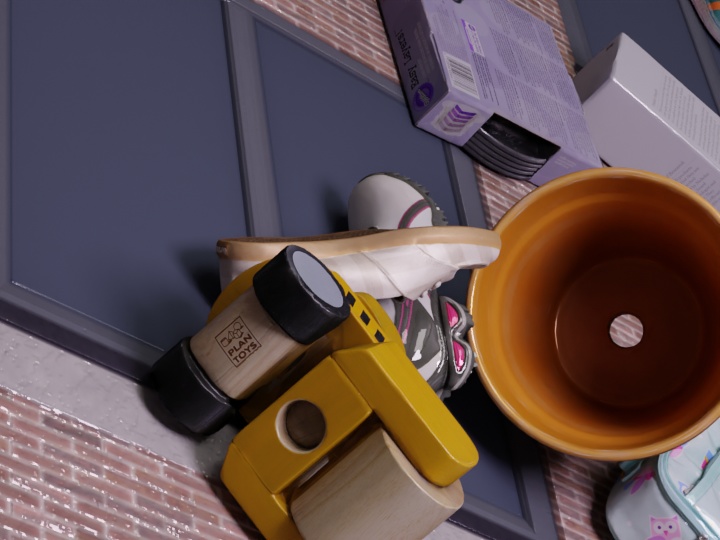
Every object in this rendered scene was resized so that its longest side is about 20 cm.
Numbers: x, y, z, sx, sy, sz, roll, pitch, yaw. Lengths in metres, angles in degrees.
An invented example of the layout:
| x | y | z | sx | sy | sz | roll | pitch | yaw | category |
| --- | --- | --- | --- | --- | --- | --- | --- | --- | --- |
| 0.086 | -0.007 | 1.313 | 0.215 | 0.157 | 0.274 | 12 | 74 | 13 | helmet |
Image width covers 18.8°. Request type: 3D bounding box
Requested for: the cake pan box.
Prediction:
| x | y | z | sx | sy | sz | roll | pitch | yaw | category |
| --- | --- | --- | --- | --- | --- | --- | --- | --- | --- |
| 0.109 | -0.166 | 1.852 | 0.184 | 0.052 | 0.200 | 21 | 38 | -35 | cake pan box |

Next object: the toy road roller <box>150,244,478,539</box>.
| x | y | z | sx | sy | sz | roll | pitch | yaw | category |
| --- | --- | --- | --- | --- | --- | --- | --- | --- | --- |
| -0.014 | 0.082 | 1.321 | 0.200 | 0.123 | 0.146 | 53 | 19 | 12 | toy road roller |

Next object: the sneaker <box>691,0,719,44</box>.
| x | y | z | sx | sy | sz | roll | pitch | yaw | category |
| --- | --- | --- | --- | --- | --- | --- | --- | --- | --- |
| 0.411 | -0.306 | 2.380 | 0.071 | 0.080 | 0.200 | 8 | 47 | -48 | sneaker |

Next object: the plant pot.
| x | y | z | sx | sy | sz | roll | pitch | yaw | category |
| --- | --- | --- | --- | --- | --- | --- | --- | --- | --- |
| 0.186 | 0.039 | 1.559 | 0.200 | 0.200 | 0.183 | 53 | 5 | 12 | plant pot |

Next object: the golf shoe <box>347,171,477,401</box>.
| x | y | z | sx | sy | sz | roll | pitch | yaw | category |
| --- | --- | --- | --- | --- | --- | --- | --- | --- | --- |
| 0.017 | 0.002 | 1.504 | 0.088 | 0.077 | 0.200 | 13 | 41 | -31 | golf shoe |

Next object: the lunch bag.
| x | y | z | sx | sy | sz | roll | pitch | yaw | category |
| --- | --- | --- | --- | --- | --- | --- | --- | --- | --- |
| 0.264 | 0.177 | 1.591 | 0.160 | 0.077 | 0.200 | 52 | 29 | -1 | lunch bag |

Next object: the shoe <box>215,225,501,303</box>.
| x | y | z | sx | sy | sz | roll | pitch | yaw | category |
| --- | --- | --- | --- | --- | --- | --- | --- | --- | --- |
| 0.000 | 0.000 | 1.435 | 0.200 | 0.070 | 0.053 | -4 | 92 | -22 | shoe |

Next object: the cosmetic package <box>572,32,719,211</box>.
| x | y | z | sx | sy | sz | roll | pitch | yaw | category |
| --- | --- | --- | --- | --- | --- | --- | --- | --- | --- |
| 0.284 | -0.113 | 1.991 | 0.200 | 0.071 | 0.101 | 40 | 30 | -12 | cosmetic package |
